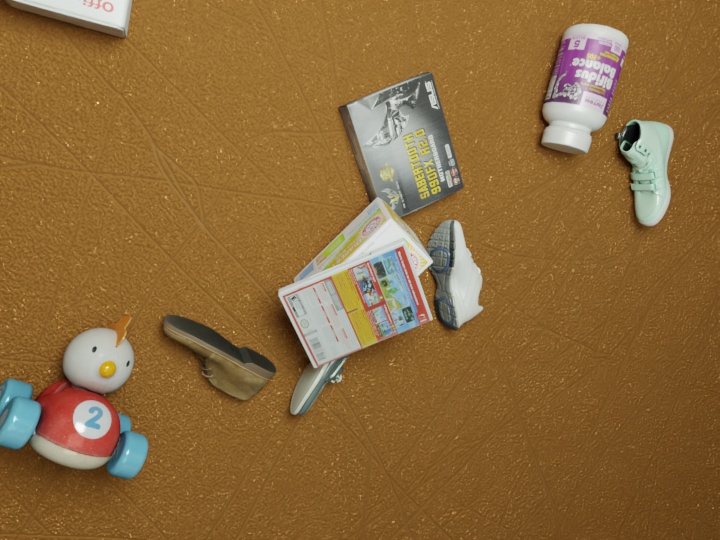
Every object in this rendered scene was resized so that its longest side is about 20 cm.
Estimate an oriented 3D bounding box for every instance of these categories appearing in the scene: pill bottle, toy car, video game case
[{"bbox_3d":[0.386,-0.313,1.020,0.111,0.112,0.202,11,97,-23],"label":"pill bottle"},{"bbox_3d":[-0.373,0.154,0.811,0.184,0.176,0.201,31,77,-34],"label":"toy car"},{"bbox_3d":[-0.005,0.052,0.866,0.198,0.017,0.144,-22,117,1],"label":"video game case"}]

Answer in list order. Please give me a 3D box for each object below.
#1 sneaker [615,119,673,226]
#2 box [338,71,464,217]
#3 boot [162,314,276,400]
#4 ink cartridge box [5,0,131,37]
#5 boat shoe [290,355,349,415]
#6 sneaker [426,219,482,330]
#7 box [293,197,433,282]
[{"bbox_3d":[0.538,-0.190,1.126,0.117,0.074,0.203,4,91,-28],"label":"sneaker"},{"bbox_3d":[0.070,-0.201,0.958,0.157,0.048,0.202,-24,109,-15],"label":"box"},{"bbox_3d":[-0.231,0.140,0.910,0.199,0.074,0.076,36,98,-26],"label":"boot"},{"bbox_3d":[-0.355,-0.415,0.726,0.143,0.085,0.202,9,97,-22],"label":"ink cartridge box"},{"bbox_3d":[-0.047,0.164,0.982,0.062,0.073,0.201,34,83,-20],"label":"boat shoe"},{"bbox_3d":[0.174,0.003,1.041,0.087,0.074,0.202,-20,115,-28],"label":"sneaker"},{"bbox_3d":[0.000,0.000,0.916,0.200,0.113,0.101,-44,114,9],"label":"box"}]
